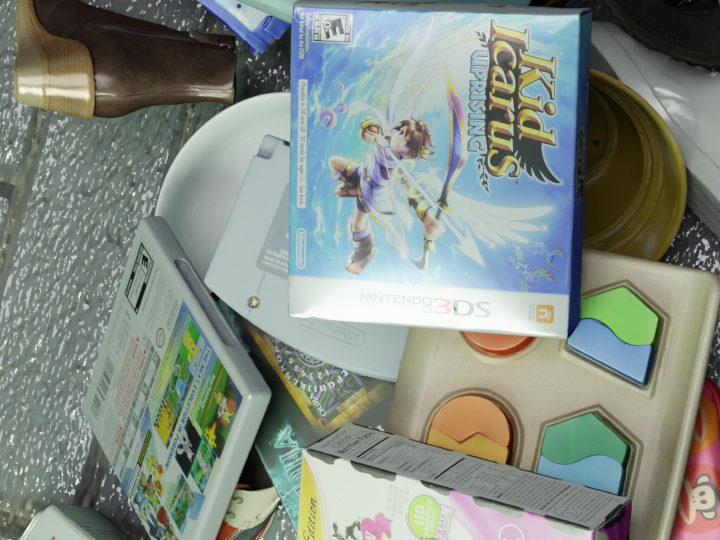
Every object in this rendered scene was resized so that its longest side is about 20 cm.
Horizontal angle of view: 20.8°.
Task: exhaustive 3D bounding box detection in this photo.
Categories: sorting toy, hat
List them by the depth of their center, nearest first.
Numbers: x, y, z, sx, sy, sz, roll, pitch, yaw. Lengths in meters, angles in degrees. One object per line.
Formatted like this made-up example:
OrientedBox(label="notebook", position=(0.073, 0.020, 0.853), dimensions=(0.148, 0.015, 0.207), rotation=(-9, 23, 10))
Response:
OrientedBox(label="sorting toy", position=(0.115, 0.072, 1.238), dimensions=(0.200, 0.036, 0.185), rotation=(10, 80, 21))
OrientedBox(label="hat", position=(0.211, -0.223, 1.367), dimensions=(0.081, 0.200, 0.201), rotation=(-20, 72, 57))

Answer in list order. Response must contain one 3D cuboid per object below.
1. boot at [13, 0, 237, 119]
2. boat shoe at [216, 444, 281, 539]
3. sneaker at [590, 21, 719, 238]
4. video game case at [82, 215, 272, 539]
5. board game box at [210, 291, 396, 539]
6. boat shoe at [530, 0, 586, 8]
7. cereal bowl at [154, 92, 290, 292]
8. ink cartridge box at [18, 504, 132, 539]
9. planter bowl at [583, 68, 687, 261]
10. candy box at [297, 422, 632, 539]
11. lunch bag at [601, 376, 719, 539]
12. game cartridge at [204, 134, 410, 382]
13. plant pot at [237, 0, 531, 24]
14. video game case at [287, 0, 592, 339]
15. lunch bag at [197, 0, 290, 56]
OrientedBox(label="boot", position=(-0.180, -0.168, 1.500), dimensions=(0.166, 0.200, 0.072), rotation=(-1, 119, -8))
OrientedBox(label="boat shoe", position=(-0.079, 0.149, 1.437), dimensions=(0.200, 0.063, 0.071), rotation=(-43, 74, 9))
OrientedBox(label="sneaker", position=(0.247, -0.120, 1.374), dimensions=(0.115, 0.074, 0.200), rotation=(-33, 64, -8))
OrientedBox(label="video game case", position=(-0.136, 0.094, 1.400), dimensions=(0.182, 0.022, 0.200), rotation=(55, 138, 35))
OrientedBox(label="board game box", position=(-0.020, 0.080, 1.357), dimensions=(0.135, 0.028, 0.200), rotation=(-29, 75, 11))
OrientedBox(label="boat shoe", position=(0.142, -0.227, 1.413), dimensions=(0.072, 0.072, 0.200), rotation=(35, 94, 18))
OrientedBox(label="cereal bowl", position=(-0.047, -0.026, 1.441), dimensions=(0.200, 0.083, 0.201), rotation=(-3, 82, 18))
OrientedBox(label="ink cartridge box", position=(-0.181, 0.287, 1.438), dimensions=(0.200, 0.083, 0.146), rotation=(36, 94, 20))
OrientedBox(label="planter bowl", position=(0.127, -0.077, 1.370), dimensions=(0.200, 0.084, 0.201), rotation=(4, 124, 7))
OrientedBox(label="candy box", position=(0.058, 0.185, 1.200), dimensions=(0.200, 0.061, 0.137), rotation=(12, 109, 28))
OrientedBox(label="lunch bag", position=(0.164, 0.172, 1.260), dimensions=(0.176, 0.082, 0.200), rotation=(-11, 73, 15))
OrientedBox(label="game cartridge", position=(0.000, 0.000, 1.331), dimensions=(0.200, 0.040, 0.134), rotation=(21, 84, 18))
OrientedBox(label="plant pot", position=(0.031, -0.240, 1.310), dimensions=(0.200, 0.196, 0.196), rotation=(29, 104, -8))
OrientedBox(label="video game case", position=(0.047, -0.064, 1.210), dimensions=(0.181, 0.045, 0.200), rotation=(4, 101, 14))
OrientedBox(label="lunch bag", position=(-0.087, -0.278, 1.473), dimensions=(0.200, 0.124, 0.170), rotation=(41, 94, 26))
